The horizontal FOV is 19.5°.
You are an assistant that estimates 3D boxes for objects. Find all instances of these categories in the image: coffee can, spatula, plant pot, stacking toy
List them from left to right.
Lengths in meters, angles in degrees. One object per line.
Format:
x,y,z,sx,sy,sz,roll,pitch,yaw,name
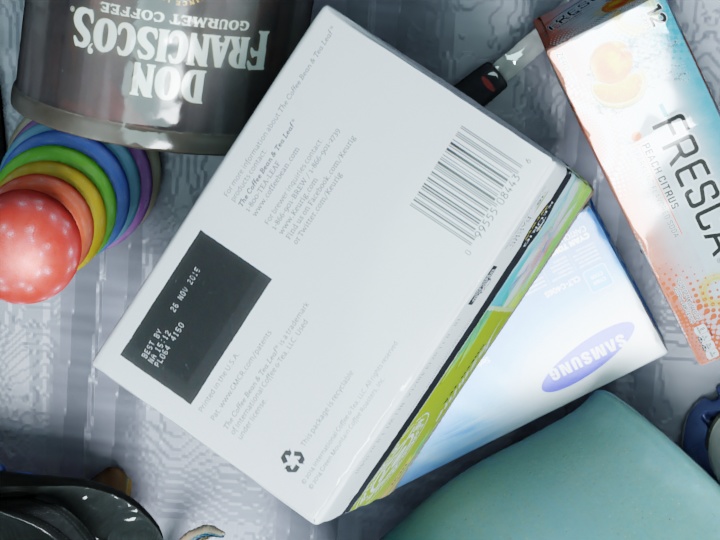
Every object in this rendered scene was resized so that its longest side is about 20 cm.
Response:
-0.152,-0.031,1.053,0.085,0.200,0.085,0,105,1,stacking toy
-0.090,-0.171,1.042,0.146,0.146,0.200,8,105,-1,coffee can
0.085,-0.117,1.117,0.200,0.021,0.057,-38,104,11,spatula
0.113,0.173,1.114,0.188,0.200,0.200,-45,100,-3,plant pot

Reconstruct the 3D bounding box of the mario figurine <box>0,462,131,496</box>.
-0.232,0.114,1.173,0.200,0.106,0.124,22,68,-15,mario figurine

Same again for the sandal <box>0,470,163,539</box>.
-0.192,0.140,1.097,0.200,0.048,0.075,20,113,-31,sandal

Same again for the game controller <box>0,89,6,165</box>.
-0.248,-0.127,1.119,0.104,0.042,0.200,-6,106,-12,game controller

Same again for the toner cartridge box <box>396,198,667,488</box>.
0.057,0.045,1.150,0.200,0.043,0.095,-28,103,8,toner cartridge box

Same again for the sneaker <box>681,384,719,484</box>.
0.270,0.077,1.117,0.199,0.115,0.081,-31,103,9,sneaker

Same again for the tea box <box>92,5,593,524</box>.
0.000,0.000,1.027,0.134,0.197,0.200,35,96,10,tea box

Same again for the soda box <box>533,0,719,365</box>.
0.163,-0.055,1.099,0.068,0.064,0.200,-25,111,8,soda box

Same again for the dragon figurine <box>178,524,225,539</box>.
-0.119,0.226,1.195,0.099,0.059,0.200,43,102,-10,dragon figurine
